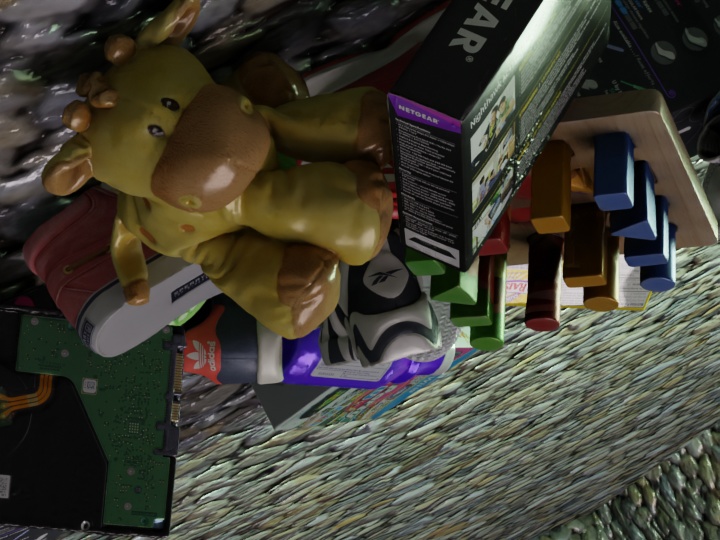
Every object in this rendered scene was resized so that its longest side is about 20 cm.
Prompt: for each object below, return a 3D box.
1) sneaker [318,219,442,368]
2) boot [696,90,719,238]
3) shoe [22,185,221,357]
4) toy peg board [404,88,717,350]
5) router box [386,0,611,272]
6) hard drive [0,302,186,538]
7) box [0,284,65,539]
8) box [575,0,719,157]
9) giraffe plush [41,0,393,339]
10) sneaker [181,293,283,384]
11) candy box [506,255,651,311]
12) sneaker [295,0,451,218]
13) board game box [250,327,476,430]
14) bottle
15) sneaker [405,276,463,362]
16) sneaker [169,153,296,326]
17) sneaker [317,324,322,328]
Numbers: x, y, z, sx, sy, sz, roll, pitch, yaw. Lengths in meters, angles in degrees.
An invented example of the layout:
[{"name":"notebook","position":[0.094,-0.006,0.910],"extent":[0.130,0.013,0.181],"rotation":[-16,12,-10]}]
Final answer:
[{"name":"sneaker","position":[0.000,0.000,1.301],"extent":[0.079,0.131,0.199],"rotation":[-13,-179,-5]},{"name":"boot","position":[0.271,-0.090,1.282],"extent":[0.095,0.074,0.201],"rotation":[-12,146,-31]},{"name":"shoe","position":[-0.115,-0.029,1.153],"extent":[0.199,0.091,0.072],"rotation":[-31,152,-27]},{"name":"toy peg board","position":[0.131,-0.023,1.237],"extent":[0.198,0.099,0.200],"rotation":[-5,154,21]},{"name":"router box","position":[0.087,-0.121,1.051],"extent":[0.201,0.051,0.150],"rotation":[-57,160,-27]},{"name":"hard drive","position":[-0.213,0.093,1.133],"extent":[0.198,0.141,0.038],"rotation":[7,171,-20]},{"name":"box","position":[-0.250,0.116,1.265],"extent":[0.105,0.123,0.200],"rotation":[-21,162,-22]},{"name":"box","position":[0.206,-0.137,1.321],"extent":[0.199,0.107,0.122],"rotation":[-24,163,-17]},{"name":"giraffe plush","position":[-0.090,-0.070,1.014],"extent":[0.198,0.174,0.162],"rotation":[3,160,18]},{"name":"sneaker","position":[-0.105,0.031,1.311],"extent":[0.084,0.076,0.200],"rotation":[-2,-169,-7]},{"name":"candy box","position":[0.172,-0.014,1.533],"extent":[0.198,0.026,0.103],"rotation":[3,128,-24]},{"name":"sneaker","position":[0.052,-0.099,1.161],"extent":[0.199,0.116,0.078],"rotation":[-28,164,-3]},{"name":"board game box","position":[0.006,0.087,1.732],"extent":[0.147,0.065,0.200],"rotation":[-36,163,24]},{"name":"bottle","position":[-0.002,0.062,1.545],"extent":[0.199,0.084,0.065],"rotation":[8,129,-42]},{"name":"sneaker","position":[0.075,-0.026,1.435],"extent":[0.115,0.075,0.201],"rotation":[-108,-137,-86]},{"name":"sneaker","position":[-0.086,-0.036,1.237],"extent":[0.199,0.077,0.084],"rotation":[-32,-167,-2]},{"name":"sneaker","position":[-0.015,0.003,1.453],"extent":[0.200,0.071,0.073],"rotation":[-15,121,-64]}]
